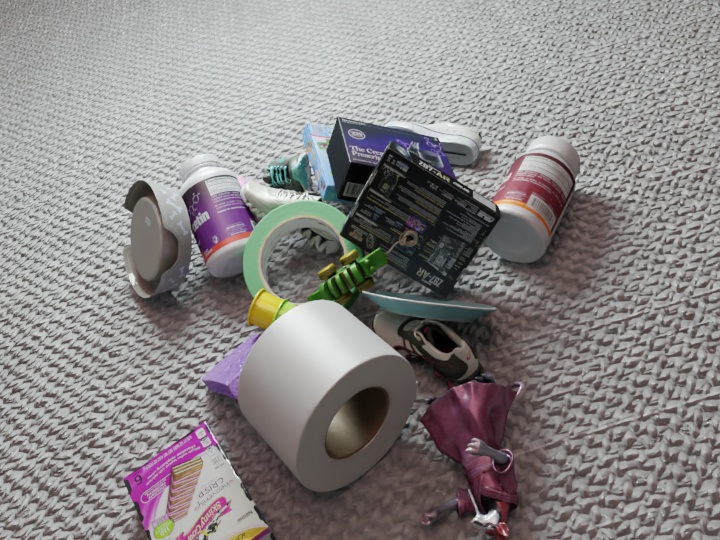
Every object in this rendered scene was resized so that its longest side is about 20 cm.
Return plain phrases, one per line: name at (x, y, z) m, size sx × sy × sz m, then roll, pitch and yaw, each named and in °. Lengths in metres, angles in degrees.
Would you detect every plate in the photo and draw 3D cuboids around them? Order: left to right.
plate at (0.098, 0.053, 1.031) m, size 0.196 × 0.199 × 0.026 m, roll 7°, pitch 90°, yaw 22°

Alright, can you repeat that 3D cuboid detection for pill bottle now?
pill bottle at (-0.249, -0.098, 1.249) m, size 0.111 × 0.113 × 0.203 m, roll -24°, pitch 74°, yaw -8°
pill bottle at (0.282, -0.120, 1.158) m, size 0.112 × 0.115 × 0.201 m, roll 15°, pitch 53°, yaw 28°

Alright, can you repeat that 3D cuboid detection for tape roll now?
tape roll at (-0.089, -0.010, 1.150) m, size 0.196 × 0.048 × 0.205 m, roll -2°, pitch 74°, yaw 7°
tape roll at (-0.043, 0.161, 0.928) m, size 0.202 × 0.205 × 0.138 m, roll -38°, pitch 48°, yaw -20°

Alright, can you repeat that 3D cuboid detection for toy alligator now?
toy alligator at (0.000, 0.000, 1.062) m, size 0.198 × 0.060 × 0.054 m, roll -32°, pitch 7°, yaw 12°

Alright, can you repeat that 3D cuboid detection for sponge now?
sponge at (-0.163, 0.135, 1.029) m, size 0.111 × 0.030 × 0.199 m, roll -39°, pitch 10°, yaw -21°

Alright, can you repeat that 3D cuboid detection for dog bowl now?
dog bowl at (-0.358, -0.056, 1.250) m, size 0.058 × 0.204 × 0.200 m, roll -5°, pitch 32°, yaw -39°

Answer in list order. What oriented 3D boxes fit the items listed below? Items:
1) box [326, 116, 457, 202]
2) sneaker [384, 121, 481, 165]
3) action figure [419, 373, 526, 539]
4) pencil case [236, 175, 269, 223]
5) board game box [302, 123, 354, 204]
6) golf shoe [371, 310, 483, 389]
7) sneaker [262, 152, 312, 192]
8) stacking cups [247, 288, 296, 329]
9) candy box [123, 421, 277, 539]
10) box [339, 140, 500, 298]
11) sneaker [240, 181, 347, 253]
box at (0.051, -0.178, 1.219) m, size 0.196 × 0.080 × 0.142 m, roll 7°, pitch 38°, yaw -20°
sneaker at (0.138, -0.251, 1.368) m, size 0.196 × 0.074 × 0.071 m, roll 18°, pitch 44°, yaw 19°
action figure at (0.151, 0.244, 0.888) m, size 0.147 × 0.134 × 0.203 m, roll 10°, pitch 48°, yaw -35°
pencil case at (-0.238, -0.137, 1.356) m, size 0.197 × 0.088 × 0.088 m, roll 22°, pitch 56°, yaw 31°
board game box at (-0.016, -0.191, 1.295) m, size 0.148 × 0.037 × 0.202 m, roll 5°, pitch 39°, yaw -22°
golf shoe at (0.093, 0.094, 1.032) m, size 0.198 × 0.089 × 0.077 m, roll 27°, pitch 60°, yaw 37°
sneaker at (-0.135, -0.172, 1.304) m, size 0.089 × 0.079 × 0.200 m, roll -9°, pitch 7°, yaw -6°
stacking cups at (-0.072, 0.095, 1.067) m, size 0.197 × 0.061 × 0.061 m, roll 25°, pitch 55°, yaw 10°
candy box at (-0.211, 0.316, 0.931) m, size 0.135 × 0.062 × 0.200 m, roll -33°, pitch 47°, yaw -16°
box at (0.089, -0.075, 1.083) m, size 0.197 × 0.162 × 0.044 m, roll 29°, pitch 26°, yaw -5°
sneaker at (-0.112, -0.110, 1.234) m, size 0.197 × 0.082 × 0.076 m, roll 26°, pitch 34°, yaw -5°
